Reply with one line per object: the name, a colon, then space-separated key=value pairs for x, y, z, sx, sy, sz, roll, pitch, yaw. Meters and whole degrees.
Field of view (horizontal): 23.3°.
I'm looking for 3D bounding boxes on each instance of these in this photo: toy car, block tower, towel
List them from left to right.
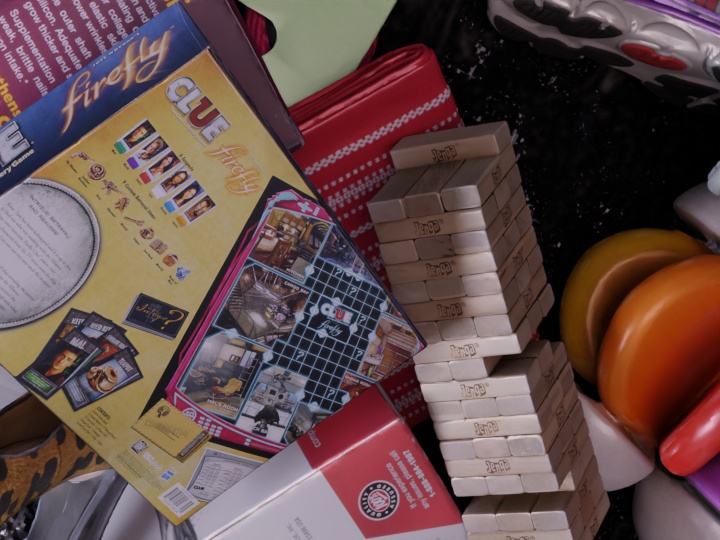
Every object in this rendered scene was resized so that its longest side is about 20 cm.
towel: x=0.000 y=0.000 z=0.834 sx=0.144 sy=0.022 sz=0.200 roll=-28 pitch=129 yaw=-5
block tower: x=0.059 y=0.037 z=0.791 sx=0.054 sy=0.058 sz=0.200 roll=-7 pitch=112 yaw=26
toy car: x=0.189 y=0.066 z=0.853 sx=0.200 sy=0.150 sz=0.175 roll=41 pitch=92 yaw=-17

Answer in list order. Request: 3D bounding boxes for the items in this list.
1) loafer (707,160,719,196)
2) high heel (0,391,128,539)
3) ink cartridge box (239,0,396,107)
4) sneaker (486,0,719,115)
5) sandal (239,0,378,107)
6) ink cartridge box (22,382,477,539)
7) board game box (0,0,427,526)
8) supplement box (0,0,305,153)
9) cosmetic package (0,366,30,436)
loafer: x=0.238 y=-0.048 z=0.826 sx=0.200 sy=0.070 sz=0.075 roll=-7 pitch=138 yaw=-47
high heel: x=-0.152 y=0.053 z=0.717 sx=0.200 sy=0.071 sz=0.143 roll=57 pitch=45 yaw=-53
ink cartridge box: x=-0.027 y=-0.181 z=0.782 sx=0.145 sy=0.048 sz=0.200 roll=31 pitch=83 yaw=-8
sneaker: x=0.159 y=-0.131 z=0.844 sx=0.200 sy=0.081 sz=0.084 roll=19 pitch=78 yaw=-21
sandal: x=-0.023 y=-0.121 z=0.822 sx=0.075 sy=0.045 sz=0.201 roll=4 pitch=102 yaw=-14
ink cartridge box: x=-0.049 y=0.149 z=0.839 sx=0.200 sy=0.083 sz=0.147 roll=-32 pitch=126 yaw=-3
board game box: x=-0.072 y=0.006 z=0.684 sx=0.135 sy=0.035 sz=0.200 roll=-35 pitch=137 yaw=1
supplement box: x=-0.138 y=-0.055 z=0.706 sx=0.200 sy=0.086 sz=0.111 roll=-30 pitch=108 yaw=-5
cosmetic package: x=-0.183 y=-0.002 z=0.798 sx=0.107 sy=0.090 sz=0.200 roll=28 pitch=98 yaw=-17
